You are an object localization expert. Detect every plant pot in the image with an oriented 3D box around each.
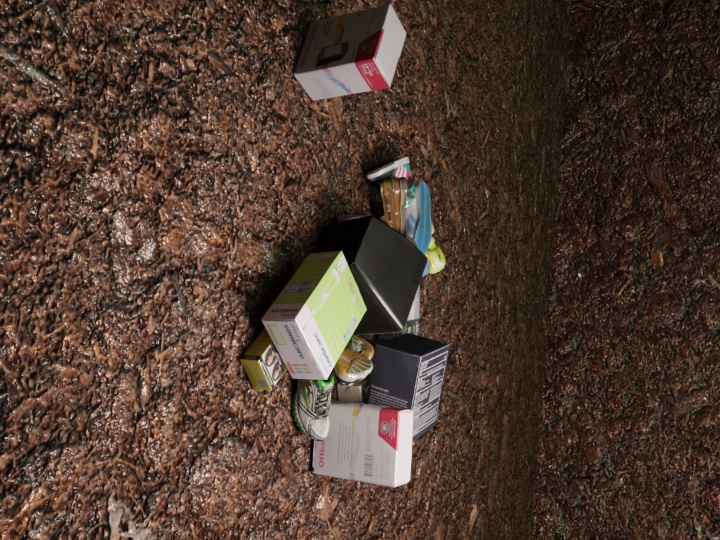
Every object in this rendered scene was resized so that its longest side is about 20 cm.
[{"bbox_3d":[0.000,0.000,1.453,0.178,0.196,0.203,52,47,-34],"label":"plant pot"}]

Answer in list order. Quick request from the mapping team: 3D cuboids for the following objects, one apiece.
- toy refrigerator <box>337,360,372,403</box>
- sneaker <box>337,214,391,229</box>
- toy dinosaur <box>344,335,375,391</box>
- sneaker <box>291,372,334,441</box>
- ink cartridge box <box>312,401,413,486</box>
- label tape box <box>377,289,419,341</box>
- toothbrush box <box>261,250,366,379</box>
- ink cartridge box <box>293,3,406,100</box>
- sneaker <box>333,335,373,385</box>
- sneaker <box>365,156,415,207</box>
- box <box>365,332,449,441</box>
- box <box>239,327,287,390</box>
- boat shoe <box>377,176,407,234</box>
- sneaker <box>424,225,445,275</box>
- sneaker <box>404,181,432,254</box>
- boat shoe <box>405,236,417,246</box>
[{"bbox_3d":[0.025,0.265,1.611,0.199,0.068,0.078,-29,116,-57],"label":"toy refrigerator"},{"bbox_3d":[0.009,-0.076,1.574,0.199,0.079,0.091,16,84,-61],"label":"sneaker"},{"bbox_3d":[-0.008,0.187,1.554,0.202,0.101,0.077,-58,-176,-26],"label":"toy dinosaur"},{"bbox_3d":[-0.091,0.247,1.371,0.077,0.084,0.206,-15,103,-38],"label":"sneaker"},{"bbox_3d":[0.006,0.358,1.431,0.085,0.195,0.152,14,79,-60],"label":"ink cartridge box"},{"bbox_3d":[0.115,0.103,1.777,0.198,0.065,0.148,-2,93,-59],"label":"label tape box"},{"bbox_3d":[-0.082,0.083,1.297,0.201,0.084,0.148,-59,135,-44],"label":"toothbrush box"},{"bbox_3d":[-0.021,-0.438,1.379,0.086,0.196,0.151,46,52,-50],"label":"ink cartridge box"},{"bbox_3d":[-0.020,0.207,1.404,0.089,0.075,0.200,-61,174,13],"label":"sneaker"},{"bbox_3d":[0.078,-0.208,1.692,0.199,0.082,0.124,-30,107,-58],"label":"sneaker"},{"bbox_3d":[0.105,0.262,1.557,0.199,0.121,0.204,-4,106,-64],"label":"box"},{"bbox_3d":[-0.150,0.133,1.308,0.201,0.049,0.077,-54,133,-47],"label":"box"},{"bbox_3d":[0.073,-0.146,1.657,0.203,0.066,0.073,90,-5,-45],"label":"boat shoe"},{"bbox_3d":[0.153,-0.073,1.848,0.075,0.104,0.204,25,40,-48],"label":"sneaker"},{"bbox_3d":[0.137,-0.126,1.786,0.076,0.079,0.206,18,71,-50],"label":"sneaker"},{"bbox_3d":[0.065,0.007,1.613,0.072,0.065,0.203,43,64,-23],"label":"boat shoe"}]
